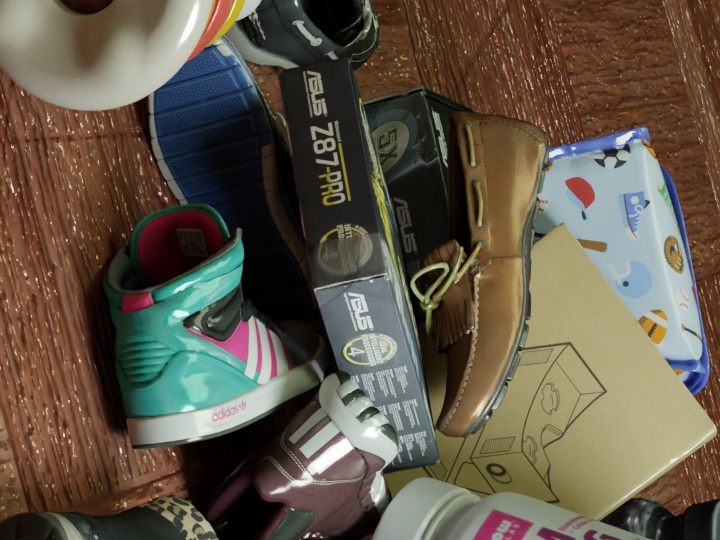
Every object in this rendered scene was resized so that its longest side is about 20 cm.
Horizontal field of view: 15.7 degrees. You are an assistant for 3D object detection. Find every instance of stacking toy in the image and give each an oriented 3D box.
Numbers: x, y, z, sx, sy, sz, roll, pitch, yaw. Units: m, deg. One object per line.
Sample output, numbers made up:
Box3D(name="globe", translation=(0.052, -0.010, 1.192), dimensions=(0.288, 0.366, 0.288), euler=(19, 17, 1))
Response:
Box3D(name="stacking toy", translation=(-0.111, -0.163, 1.425), dimensions=(0.200, 0.146, 0.146), euler=(-13, 88, -68))

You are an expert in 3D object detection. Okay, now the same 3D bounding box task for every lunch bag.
Box3D(name="lunch bag", translation=(0.162, 0.009, 1.734), dimensions=(0.200, 0.124, 0.170), euler=(72, 7, -80))

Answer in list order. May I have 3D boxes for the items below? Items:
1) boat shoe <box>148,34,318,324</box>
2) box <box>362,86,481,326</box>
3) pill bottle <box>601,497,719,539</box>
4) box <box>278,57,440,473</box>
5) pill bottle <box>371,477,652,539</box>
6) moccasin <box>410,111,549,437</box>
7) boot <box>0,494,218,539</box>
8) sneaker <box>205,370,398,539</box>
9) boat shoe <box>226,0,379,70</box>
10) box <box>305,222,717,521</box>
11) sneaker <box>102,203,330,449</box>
Box3D(name="boat shoe", translation=(-0.072, -0.062, 1.552), dimensions=(0.072, 0.072, 0.200), euler=(-72, 150, -58))
Box3D(name="box", translation=(0.047, -0.006, 1.725), dimensions=(0.164, 0.086, 0.200), euler=(14, 63, -70))
Box3D(name="pill bottle", translation=(0.154, 0.211, 1.708), dimensions=(0.112, 0.200, 0.112), euler=(44, 38, -49))
Box3D(name="box", translation=(0.000, 0.000, 1.519), dimensions=(0.200, 0.049, 0.161), euler=(74, 8, -53))
Box3D(name="pill bottle", translation=(0.108, 0.193, 1.497), dimensions=(0.113, 0.200, 0.113), euler=(-40, 138, -48))
Box3D(name="moccasin", translation=(0.064, 0.001, 1.570), dimensions=(0.074, 0.078, 0.202), euler=(144, -45, -75))
Box3D(name="boot", translation=(-0.109, 0.208, 1.305), dimensions=(0.151, 0.073, 0.200), euler=(-10, 80, -66))
Box3D(name="sneaker", translation=(-0.044, 0.132, 1.500), dimensions=(0.076, 0.115, 0.200), euler=(47, -16, 17))
Box3D(name="boat shoe", translation=(-0.026, -0.167, 1.712), dimensions=(0.200, 0.060, 0.074), euler=(9, 67, -64))
Box3D(name="box", translation=(0.093, 0.093, 1.606), dimensions=(0.164, 0.200, 0.021), euler=(54, -4, 11))
Box3D(name="sneaker", translation=(-0.082, 0.020, 1.463), dimensions=(0.200, 0.084, 0.121), euler=(-26, 107, -67))
